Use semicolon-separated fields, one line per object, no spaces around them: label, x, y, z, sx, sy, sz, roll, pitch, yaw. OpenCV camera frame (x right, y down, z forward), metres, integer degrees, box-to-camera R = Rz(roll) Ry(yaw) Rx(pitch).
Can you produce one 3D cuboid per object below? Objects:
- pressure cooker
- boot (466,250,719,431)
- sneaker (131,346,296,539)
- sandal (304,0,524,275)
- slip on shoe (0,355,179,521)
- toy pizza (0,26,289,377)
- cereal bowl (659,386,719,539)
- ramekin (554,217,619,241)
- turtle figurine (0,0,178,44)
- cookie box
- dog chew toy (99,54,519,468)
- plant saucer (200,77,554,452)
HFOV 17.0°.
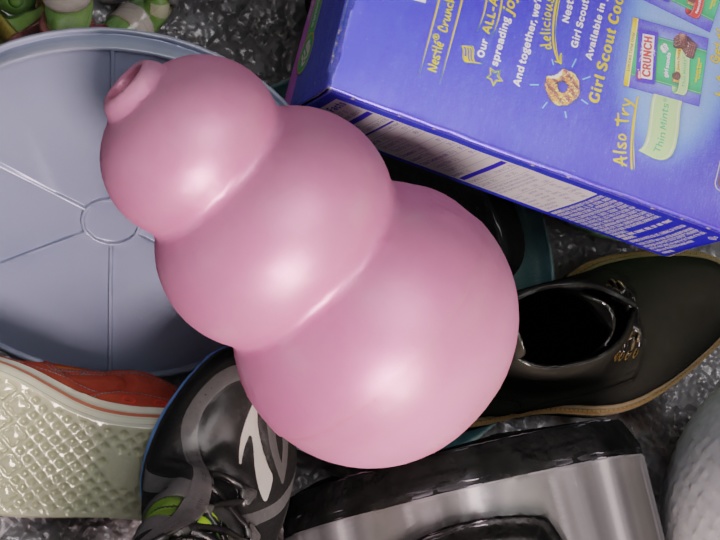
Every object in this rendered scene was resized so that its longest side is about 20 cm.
pressure cooker;0.067;0.178;1.089;0.178;0.176;0.201;-6;80;-39
boot;0.122;0.027;1.138;0.200;0.138;0.078;-20;85;-26
sneaker;-0.067;0.123;1.024;0.071;0.083;0.200;26;62;-12
sandal;0.028;-0.085;1.176;0.048;0.075;0.201;-23;94;-49
slip on shoe;-0.137;0.073;1.101;0.199;0.061;0.074;10;108;-12
toy pizza;-0.110;-0.031;1.078;0.200;0.200;0.032;20;38;-16
cereal bowl;0.212;0.145;1.187;0.200;0.083;0.201;21;58;-39
ramekin;0.149;-0.108;1.192;0.199;0.098;0.201;3;80;-20
turtle figurine;-0.127;-0.149;1.114;0.194;0.200;0.144;45;32;-1
cookie box;0.084;-0.119;1.075;0.199;0.075;0.172;19;75;-16
dog chew toy;-0.027;-0.011;1.001;0.200;0.124;0.125;45;65;-19
plant saucer;0.000;0.000;1.187;0.200;0.027;0.201;6;75;-20
